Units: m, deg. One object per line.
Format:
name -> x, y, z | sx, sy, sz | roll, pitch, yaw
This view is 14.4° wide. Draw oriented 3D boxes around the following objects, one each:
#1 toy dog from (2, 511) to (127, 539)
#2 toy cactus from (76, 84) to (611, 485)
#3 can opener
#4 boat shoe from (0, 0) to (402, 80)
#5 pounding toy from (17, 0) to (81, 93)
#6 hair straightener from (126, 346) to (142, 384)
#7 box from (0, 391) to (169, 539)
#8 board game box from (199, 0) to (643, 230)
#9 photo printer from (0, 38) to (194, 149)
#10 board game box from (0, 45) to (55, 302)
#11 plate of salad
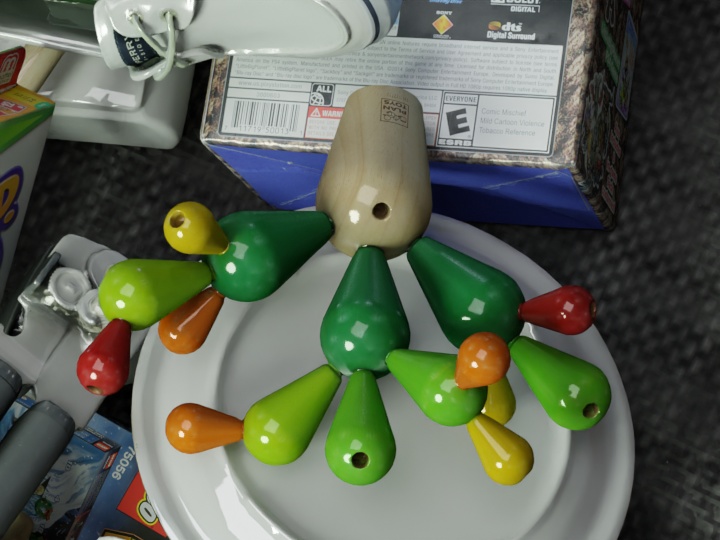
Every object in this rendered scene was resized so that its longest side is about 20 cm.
toy dog -> -0.123, 0.144, 1.130 | 0.199, 0.096, 0.132 | -2, 75, 14
toy cactus -> 0.000, 0.000, 1.074 | 0.199, 0.102, 0.165 | 6, 58, -1
can opener -> -0.143, 0.065, 1.120 | 0.053, 0.066, 0.200 | 39, 50, -9
boat shoe -> -0.082, -0.104, 1.135 | 0.199, 0.074, 0.067 | 10, 54, 27
pounding toy -> -0.223, -0.008, 1.183 | 0.142, 0.200, 0.185 | 16, 123, 20
hair straightener -> -0.037, 0.021, 1.195 | 0.199, 0.077, 0.041 | -9, 108, 1
box -> -0.159, 0.147, 1.212 | 0.137, 0.040, 0.200 | 28, 84, 21
board game box -> 0.035, -0.129, 1.205 | 0.159, 0.097, 0.201 | 5, 76, 16
photo printer -> -0.142, -0.160, 1.276 | 0.166, 0.069, 0.201 | 6, 77, 17
board game box -> -0.174, 0.011, 1.136 | 0.030, 0.095, 0.201 | 23, 112, 19
plate of salad -> 0.009, 0.065, 1.120 | 0.199, 0.048, 0.201 | 5, 59, -9
